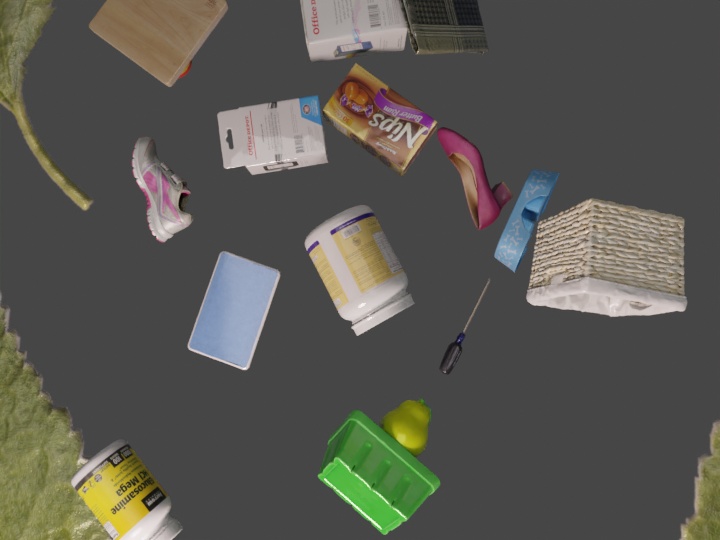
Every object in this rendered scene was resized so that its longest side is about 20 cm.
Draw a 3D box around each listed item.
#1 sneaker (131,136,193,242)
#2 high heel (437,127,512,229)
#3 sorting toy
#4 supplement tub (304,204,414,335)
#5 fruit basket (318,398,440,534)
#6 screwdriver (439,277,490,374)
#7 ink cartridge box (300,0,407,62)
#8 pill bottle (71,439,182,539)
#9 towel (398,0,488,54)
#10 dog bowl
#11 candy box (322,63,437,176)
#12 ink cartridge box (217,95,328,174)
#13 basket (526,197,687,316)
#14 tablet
[{"bbox_3d":[-0.376,-0.163,1.129,0.087,0.081,0.204,-16,93,-2],"label":"sneaker"},{"bbox_3d":[0.199,-0.178,1.117,0.200,0.067,0.096,46,77,1],"label":"high heel"},{"bbox_3d":[-0.391,-0.491,1.159,0.199,0.070,0.200,35,87,3],"label":"sorting toy"},{"bbox_3d":[0.000,0.000,1.069,0.144,0.145,0.203,-28,85,-1],"label":"supplement tub"},{"bbox_3d":[0.050,0.331,1.062,0.212,0.156,0.218,17,47,-18],"label":"fruit basket"},{"bbox_3d":[0.206,0.107,1.116,0.029,0.028,0.202,33,85,-27],"label":"screwdriver"},{"bbox_3d":[-0.016,-0.505,1.144,0.196,0.088,0.148,-8,84,-2],"label":"ink cartridge box"},{"bbox_3d":[-0.417,0.418,1.056,0.112,0.112,0.201,-41,86,-3],"label":"pill bottle"},{"bbox_3d":[0.153,-0.509,1.129,0.197,0.034,0.196,-13,89,-33],"label":"towel"},{"bbox_3d":[0.309,-0.098,1.094,0.049,0.111,0.203,24,86,16],"label":"dog bowl"},{"bbox_3d":[0.037,-0.292,1.140,0.199,0.056,0.117,37,86,5],"label":"candy box"},{"bbox_3d":[-0.168,-0.258,1.134,0.196,0.068,0.118,-8,85,0],"label":"ink cartridge box"},{"bbox_3d":[0.424,-0.014,1.025,0.196,0.198,0.164,8,81,-11],"label":"basket"},{"bbox_3d":[-0.245,0.076,1.133,0.128,0.014,0.204,18,85,3],"label":"tablet"}]
